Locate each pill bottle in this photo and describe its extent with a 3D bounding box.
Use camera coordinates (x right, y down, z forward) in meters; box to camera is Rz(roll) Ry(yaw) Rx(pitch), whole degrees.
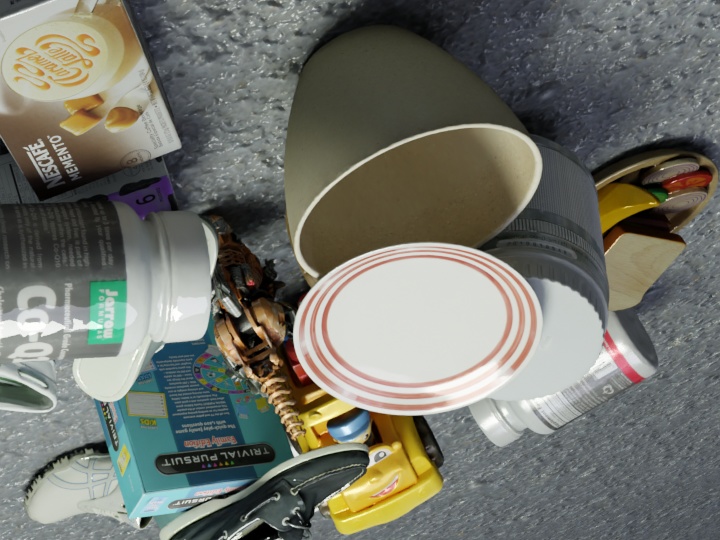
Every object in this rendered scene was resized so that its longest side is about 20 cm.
[{"bbox_3d":[-0.213,0.007,1.163,0.199,0.114,0.113,-3,147,-19],"label":"pill bottle"},{"bbox_3d":[0.217,0.111,1.800,0.199,0.111,0.111,-32,150,19],"label":"pill bottle"}]

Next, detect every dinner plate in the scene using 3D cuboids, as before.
[{"bbox_3d":[0.045,0.044,1.305,0.199,0.024,0.201,-2,136,-2],"label":"dinner plate"}]

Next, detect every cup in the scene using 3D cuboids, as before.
[{"bbox_3d":[0.022,-0.103,1.260,0.199,0.144,0.201,-17,152,-9],"label":"cup"}]

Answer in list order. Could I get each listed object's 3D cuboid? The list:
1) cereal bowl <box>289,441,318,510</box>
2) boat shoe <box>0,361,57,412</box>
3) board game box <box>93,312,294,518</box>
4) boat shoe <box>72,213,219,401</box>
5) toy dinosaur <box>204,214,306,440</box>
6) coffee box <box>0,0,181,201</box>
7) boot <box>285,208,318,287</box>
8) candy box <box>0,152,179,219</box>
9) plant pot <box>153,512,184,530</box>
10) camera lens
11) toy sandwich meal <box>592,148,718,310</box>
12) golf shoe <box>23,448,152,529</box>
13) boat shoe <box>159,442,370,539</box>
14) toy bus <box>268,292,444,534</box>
[{"bbox_3d":[-0.099,0.202,1.762,0.199,0.084,0.200,-18,151,-10],"label":"cereal bowl"},{"bbox_3d":[-0.341,0.084,1.404,0.199,0.067,0.074,7,140,-42],"label":"boat shoe"},{"bbox_3d":[-0.156,0.112,1.443,0.150,0.201,0.047,-3,147,-31],"label":"board game box"},{"bbox_3d":[-0.166,0.020,1.298,0.200,0.073,0.062,-54,-177,33],"label":"boat shoe"},{"bbox_3d":[-0.093,0.051,1.379,0.102,0.201,0.136,-8,157,16],"label":"toy dinosaur"},{"bbox_3d":[-0.202,-0.145,1.096,0.114,0.080,0.200,-20,152,-3],"label":"coffee box"},{"bbox_3d":[0.000,0.000,1.476,0.073,0.200,0.155,-38,-169,5],"label":"boot"},{"bbox_3d":[-0.239,-0.025,1.284,0.199,0.072,0.168,-20,152,-6],"label":"candy box"},{"bbox_3d":[-0.147,0.170,1.549,0.140,0.201,0.142,-14,151,-15],"label":"plant pot"},{"bbox_3d":[0.132,-0.009,1.414,0.159,0.201,0.161,1,131,1],"label":"camera lens"},{"bbox_3d":[0.273,-0.039,1.623,0.204,0.071,0.206,-17,151,-10],"label":"toy sandwich meal"},{"bbox_3d":[-0.258,0.228,1.682,0.199,0.098,0.078,-29,153,15],"label":"golf shoe"},{"bbox_3d":[-0.074,0.213,1.391,0.198,0.066,0.075,-24,151,3],"label":"boat shoe"},{"bbox_3d":[-0.018,0.120,1.567,0.135,0.201,0.192,-24,138,0],"label":"toy bus"}]
